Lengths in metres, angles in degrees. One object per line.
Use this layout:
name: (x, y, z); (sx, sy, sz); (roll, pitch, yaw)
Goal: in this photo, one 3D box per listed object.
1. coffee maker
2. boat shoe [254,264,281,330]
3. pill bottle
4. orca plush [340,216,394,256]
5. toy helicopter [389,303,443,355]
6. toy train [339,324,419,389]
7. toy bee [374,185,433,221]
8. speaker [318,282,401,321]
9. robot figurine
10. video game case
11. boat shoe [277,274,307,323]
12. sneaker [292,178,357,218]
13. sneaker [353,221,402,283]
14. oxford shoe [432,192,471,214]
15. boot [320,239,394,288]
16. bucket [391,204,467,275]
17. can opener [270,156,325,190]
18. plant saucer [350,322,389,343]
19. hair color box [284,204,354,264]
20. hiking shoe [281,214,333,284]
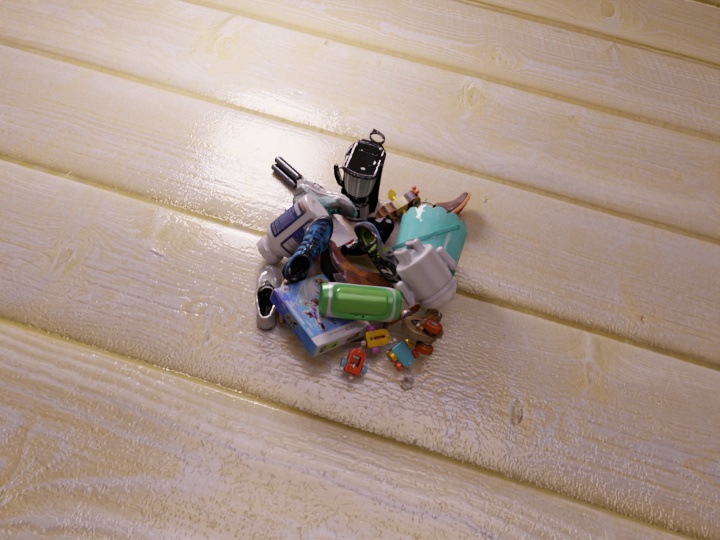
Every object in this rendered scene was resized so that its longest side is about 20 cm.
coffee maker: (0.014, -0.273, 1.857); (0.134, 0.201, 0.192); (37, 60, 16)
boat shoe: (-0.247, 0.058, 1.661); (0.071, 0.066, 0.202); (5, 53, -3)
pill bottle: (-0.185, -0.106, 1.713); (0.199, 0.111, 0.112); (-37, 57, 16)
orca plush: (0.033, -0.090, 1.766); (0.198, 0.107, 0.071); (-20, 29, -37)
toy helicopter: (0.159, 0.133, 1.629); (0.131, 0.080, 0.200); (27, 21, 16)
toy train: (0.048, 0.223, 1.588); (0.198, 0.056, 0.152); (18, 77, -13)
toy bee: (0.133, -0.205, 1.883); (0.130, 0.109, 0.200); (36, 57, 20)
speaker: (-0.002, 0.079, 1.554); (0.197, 0.089, 0.089); (6, 53, -10)
robot figurine: (0.169, 0.015, 1.598); (0.169, 0.113, 0.201); (-38, 101, -10)
video game case: (-0.101, 0.106, 1.591); (0.180, 0.046, 0.200); (-17, 56, -41)
boat shoe: (-0.174, 0.056, 1.673); (0.071, 0.073, 0.202); (9, 47, 1)
sneaker: (-0.106, -0.181, 1.788); (0.198, 0.078, 0.092); (23, 68, 12)
sneaker: (0.044, -0.045, 1.675); (0.201, 0.071, 0.082); (55, 22, 16)
oxford shoe: (0.263, -0.189, 1.905); (0.073, 0.071, 0.200); (43, 59, 9)
boot: (0.000, 0.000, 1.684); (0.198, 0.069, 0.189); (7, 38, -29)
bucket: (0.187, -0.066, 1.736); (0.204, 0.208, 0.136); (16, 58, 4)
can opener: (-0.194, -0.278, 1.934); (0.199, 0.053, 0.066); (40, 24, 18)
plant saucer: (-0.016, 0.112, 1.676); (0.197, 0.032, 0.202); (4, 54, -6)
hair color box: (-0.121, -0.117, 1.811); (0.110, 0.064, 0.200); (-28, 63, -25)
hiking shoe: (-0.127, -0.049, 1.615); (0.074, 0.087, 0.201); (32, 92, -17)
